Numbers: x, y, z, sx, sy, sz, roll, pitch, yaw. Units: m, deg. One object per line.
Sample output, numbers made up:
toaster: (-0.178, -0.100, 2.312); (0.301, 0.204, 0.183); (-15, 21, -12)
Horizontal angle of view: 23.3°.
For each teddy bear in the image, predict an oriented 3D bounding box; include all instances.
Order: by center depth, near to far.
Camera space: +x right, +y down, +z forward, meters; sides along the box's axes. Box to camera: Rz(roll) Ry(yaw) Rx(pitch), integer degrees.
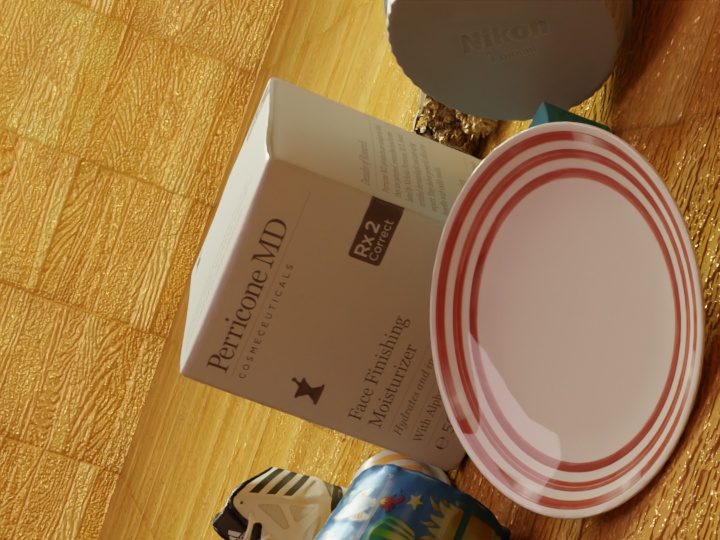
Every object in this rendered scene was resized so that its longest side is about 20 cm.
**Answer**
teddy bear: (0.082, -0.144, 1.403); (0.145, 0.066, 0.202); (172, 110, -83)

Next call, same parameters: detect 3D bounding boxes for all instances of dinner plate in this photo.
dinner plate: (0.106, 0.025, 0.894); (0.199, 0.024, 0.202); (-3, 87, 52)

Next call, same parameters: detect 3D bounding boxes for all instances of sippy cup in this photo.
sippy cup: (0.018, 0.186, 0.985); (0.177, 0.140, 0.131); (10, 65, 38)

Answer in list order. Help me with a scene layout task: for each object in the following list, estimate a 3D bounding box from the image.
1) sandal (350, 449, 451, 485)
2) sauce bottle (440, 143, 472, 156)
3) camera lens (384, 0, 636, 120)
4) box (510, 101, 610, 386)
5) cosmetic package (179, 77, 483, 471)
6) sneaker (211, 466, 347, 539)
sandal: (0.018, 0.153, 1.183); (0.207, 0.059, 0.080); (-104, 35, -70)
sauce bottle: (0.040, 0.003, 1.321); (0.066, 0.066, 0.202); (175, 114, -78)
camera lens: (0.101, -0.218, 1.119); (0.160, 0.159, 0.201); (124, 161, -51)
box: (0.118, -0.013, 1.015); (0.201, 0.049, 0.083); (-89, 22, -59)
cosmetic package: (0.000, 0.000, 1.169); (0.165, 0.199, 0.166); (-97, 28, -66)
sneaker: (-0.064, 0.232, 1.296); (0.201, 0.115, 0.076); (-83, 17, -47)
